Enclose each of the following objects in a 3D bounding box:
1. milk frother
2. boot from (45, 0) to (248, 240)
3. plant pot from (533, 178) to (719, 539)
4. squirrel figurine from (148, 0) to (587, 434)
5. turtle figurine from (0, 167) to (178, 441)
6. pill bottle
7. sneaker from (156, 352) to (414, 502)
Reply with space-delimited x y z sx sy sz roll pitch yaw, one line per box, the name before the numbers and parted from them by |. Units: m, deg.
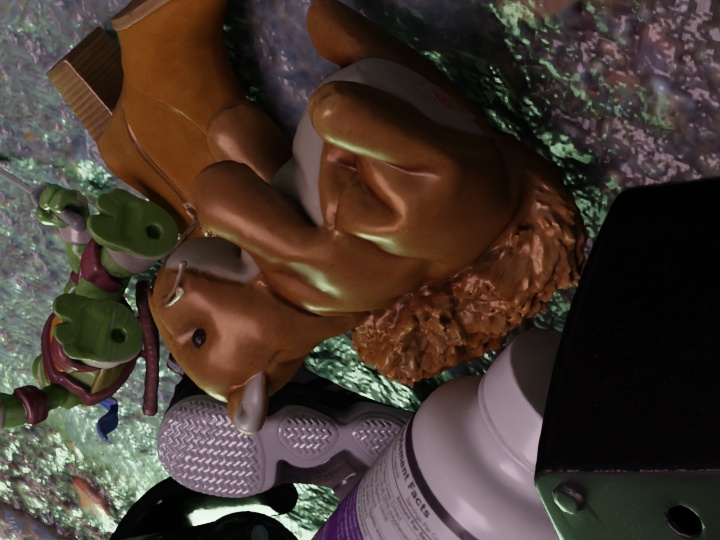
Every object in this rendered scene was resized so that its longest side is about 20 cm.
milk frother | -0.094 0.244 1.109 0.188 0.180 0.200 -16 107 42
boot | -0.074 -0.088 0.901 0.144 0.071 0.201 47 145 -13
plant pot | 0.190 0.084 0.742 0.199 0.177 0.200 -6 119 41
squirrel figurine | 0.000 0.000 0.827 0.200 0.142 0.187 28 111 -23
turtle figurine | -0.195 0.017 0.988 0.200 0.144 0.194 54 148 -2
pill bottle | 0.057 0.125 0.881 0.111 0.111 0.200 40 124 4
sneaker | -0.020 0.082 0.993 0.199 0.114 0.076 10 120 -13
